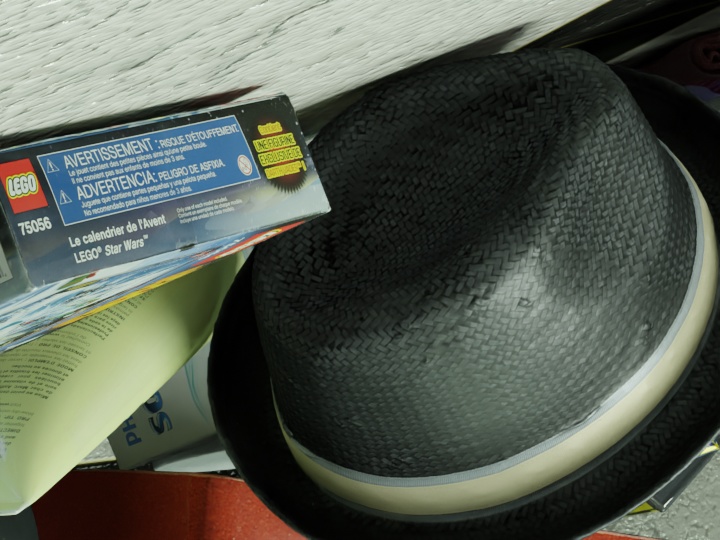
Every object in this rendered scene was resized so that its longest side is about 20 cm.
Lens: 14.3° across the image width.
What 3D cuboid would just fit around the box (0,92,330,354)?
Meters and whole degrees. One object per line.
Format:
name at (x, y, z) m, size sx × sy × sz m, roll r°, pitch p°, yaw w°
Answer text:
box at (-0.125, 0.009, 0.804) m, size 0.200 × 0.040 × 0.137 m, roll -23°, pitch 176°, yaw 33°

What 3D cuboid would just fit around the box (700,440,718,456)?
box at (0.066, 0.053, 1.074) m, size 0.070 × 0.064 × 0.200 m, roll -21°, pitch 179°, yaw -11°

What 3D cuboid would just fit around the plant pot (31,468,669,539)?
plant pot at (-0.013, 0.174, 1.062) m, size 0.199 × 0.177 × 0.200 m, roll 11°, pitch 172°, yaw -23°

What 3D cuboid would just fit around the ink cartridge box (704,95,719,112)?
ink cartridge box at (0.131, -0.042, 1.298) m, size 0.199 × 0.044 × 0.198 m, roll -14°, pitch 175°, yaw -26°

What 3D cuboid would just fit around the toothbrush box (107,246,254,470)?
toothbrush box at (0.000, 0.000, 1.112) m, size 0.200 × 0.086 × 0.146 m, roll -23°, pitch 177°, yaw 14°

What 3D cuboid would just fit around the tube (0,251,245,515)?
tube at (-0.098, 0.036, 0.921) m, size 0.058 × 0.052 × 0.200 m, roll -50°, pitch 178°, yaw 30°

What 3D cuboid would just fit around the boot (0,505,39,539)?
boot at (-0.140, 0.087, 1.023) m, size 0.073 × 0.154 × 0.204 m, roll -21°, pitch 177°, yaw 10°

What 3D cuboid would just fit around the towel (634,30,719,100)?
towel at (0.125, -0.074, 1.289) m, size 0.144 × 0.023 × 0.200 m, roll -18°, pitch 176°, yaw -43°

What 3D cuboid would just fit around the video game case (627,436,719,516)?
video game case at (0.155, 0.027, 1.209) m, size 0.200 × 0.025 × 0.181 m, roll -47°, pitch -177°, yaw -14°

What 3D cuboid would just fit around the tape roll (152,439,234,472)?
tape roll at (0.000, 0.045, 1.292) m, size 0.200 × 0.066 × 0.200 m, roll -8°, pitch 173°, yaw -1°

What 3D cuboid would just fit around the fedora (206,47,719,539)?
fedora at (0.035, -0.005, 0.911) m, size 0.200 × 0.201 × 0.092 m, roll -21°, pitch 145°, yaw 5°
